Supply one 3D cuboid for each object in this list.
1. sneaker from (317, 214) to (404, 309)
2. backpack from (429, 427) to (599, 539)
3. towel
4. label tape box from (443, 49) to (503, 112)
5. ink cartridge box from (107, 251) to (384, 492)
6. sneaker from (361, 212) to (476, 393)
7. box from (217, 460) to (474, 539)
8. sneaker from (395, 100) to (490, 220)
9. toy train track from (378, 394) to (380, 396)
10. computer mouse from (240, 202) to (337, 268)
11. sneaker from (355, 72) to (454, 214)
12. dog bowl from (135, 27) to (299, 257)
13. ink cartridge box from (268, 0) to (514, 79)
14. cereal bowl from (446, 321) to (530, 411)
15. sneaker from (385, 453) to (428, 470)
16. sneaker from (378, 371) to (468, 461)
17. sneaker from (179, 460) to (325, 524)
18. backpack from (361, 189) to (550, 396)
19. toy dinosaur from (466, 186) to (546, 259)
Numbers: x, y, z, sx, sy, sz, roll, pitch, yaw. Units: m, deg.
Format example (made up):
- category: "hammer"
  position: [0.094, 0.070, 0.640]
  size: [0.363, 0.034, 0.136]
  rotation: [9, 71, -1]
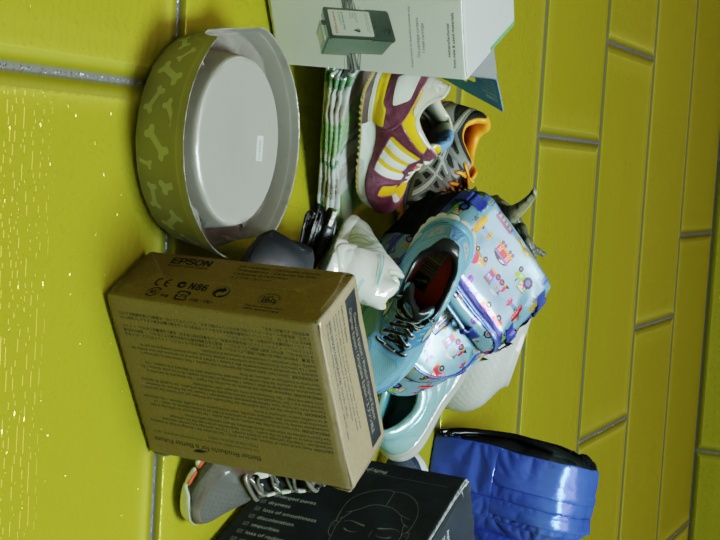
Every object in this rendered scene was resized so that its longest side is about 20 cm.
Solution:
- category: "sneaker"
  position: [0.000, 0.000, 1.446]
  size: [0.071, 0.080, 0.200]
  rotation: [-62, -177, 14]
- category: "backpack"
  position: [0.202, 0.294, 1.878]
  size: [0.162, 0.198, 0.170]
  rotation: [11, 85, -66]
- category: "towel"
  position: [0.000, -0.144, 1.497]
  size: [0.149, 0.030, 0.202]
  rotation: [-50, 152, -49]
- category: "label tape box"
  position: [0.076, -0.267, 1.545]
  size: [0.063, 0.144, 0.202]
  rotation: [-24, 124, -20]
- category: "ink cartridge box"
  position: [-0.091, 0.079, 1.191]
  size: [0.075, 0.198, 0.166]
  rotation: [-52, 141, -47]
- category: "sneaker"
  position: [0.044, 0.037, 1.459]
  size: [0.201, 0.078, 0.090]
  rotation: [-63, 179, 15]
- category: "box"
  position: [-0.016, 0.283, 1.398]
  size: [0.197, 0.198, 0.125]
  rotation: [-49, 140, -51]
- category: "sneaker"
  position: [0.096, -0.109, 1.709]
  size: [0.078, 0.076, 0.202]
  rotation: [45, 56, -62]
- category: "toy train track"
  position: [0.062, 0.087, 1.735]
  size: [0.200, 0.032, 0.116]
  rotation: [-41, 138, -49]
- category: "computer mouse"
  position: [-0.065, 0.009, 1.314]
  size: [0.140, 0.052, 0.200]
  rotation: [-64, 171, 7]
- category: "sneaker"
  position: [0.048, -0.121, 1.480]
  size: [0.201, 0.089, 0.075]
  rotation: [87, 26, -53]
- category: "dog bowl"
  position: [-0.122, -0.112, 1.253]
  size: [0.200, 0.058, 0.203]
  rotation: [7, 90, -66]
- category: "ink cartridge box"
  position: [0.031, -0.253, 1.392]
  size: [0.146, 0.198, 0.085]
  rotation: [-50, 142, -50]
- category: "cereal bowl"
  position: [0.158, 0.083, 1.797]
  size: [0.200, 0.082, 0.202]
  rotation: [19, 90, -84]
- category: "sneaker"
  position: [0.025, 0.299, 1.646]
  size: [0.108, 0.069, 0.202]
  rotation: [27, 74, -66]
- category: "sneaker"
  position: [0.071, 0.115, 1.651]
  size: [0.202, 0.073, 0.082]
  rotation: [-67, 155, -17]
- category: "sneaker"
  position: [-0.070, 0.169, 1.311]
  size: [0.199, 0.082, 0.077]
  rotation: [-37, 147, -13]
- category: "backpack"
  position: [0.080, 0.031, 1.573]
  size: [0.200, 0.134, 0.184]
  rotation: [-41, 107, -26]
- category: "toy dinosaur"
  position: [0.160, -0.049, 1.621]
  size: [0.047, 0.200, 0.089]
  rotation: [-25, 101, -14]
